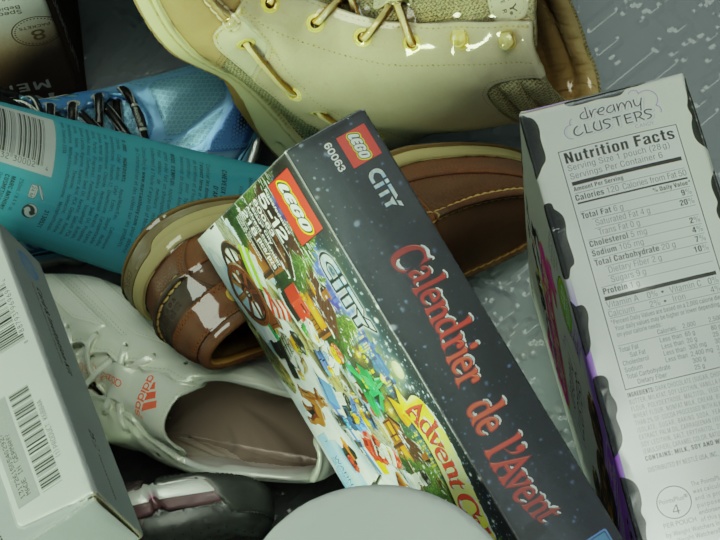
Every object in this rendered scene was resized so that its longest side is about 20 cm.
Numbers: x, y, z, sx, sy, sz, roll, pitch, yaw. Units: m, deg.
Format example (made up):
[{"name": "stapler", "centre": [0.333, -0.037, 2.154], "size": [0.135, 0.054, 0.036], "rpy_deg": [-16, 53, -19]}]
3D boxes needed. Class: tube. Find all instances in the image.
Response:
[{"name": "tube", "centre": [-0.099, -0.028, 1.220], "size": [0.199, 0.050, 0.078], "rpy_deg": [17, 81, -27]}]

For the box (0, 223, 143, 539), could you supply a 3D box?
[{"name": "box", "centre": [-0.196, 0.093, 1.115], "size": [0.200, 0.041, 0.156], "rpy_deg": [-33, 48, 6]}]

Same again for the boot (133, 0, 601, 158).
[{"name": "boot", "centre": [0.001, -0.114, 1.193], "size": [0.155, 0.200, 0.073], "rpy_deg": [-7, 54, 29]}]

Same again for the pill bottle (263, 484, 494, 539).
[{"name": "pill bottle", "centre": [0.008, 0.162, 1.025], "size": [0.114, 0.200, 0.115], "rpy_deg": [0, 61, 1]}]

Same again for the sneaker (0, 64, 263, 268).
[{"name": "sneaker", "centre": [-0.136, -0.045, 1.255], "size": [0.199, 0.090, 0.079], "rpy_deg": [-24, 55, -5]}]

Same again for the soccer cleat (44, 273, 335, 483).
[{"name": "soccer cleat", "centre": [-0.094, 0.047, 1.211], "size": [0.199, 0.078, 0.070], "rpy_deg": [11, 109, 10]}]

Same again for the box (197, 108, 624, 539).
[{"name": "box", "centre": [0.018, 0.049, 1.086], "size": [0.038, 0.137, 0.200], "rpy_deg": [-30, 87, -21]}]

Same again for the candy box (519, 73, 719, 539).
[{"name": "candy box", "centre": [0.122, 0.050, 1.141], "size": [0.071, 0.168, 0.201], "rpy_deg": [-14, 64, -1]}]

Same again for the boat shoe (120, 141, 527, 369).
[{"name": "boat shoe", "centre": [0.000, 0.000, 1.207], "size": [0.200, 0.072, 0.068], "rpy_deg": [-14, 48, -27]}]

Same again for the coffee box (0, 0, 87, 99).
[{"name": "coffee box", "centre": [-0.233, -0.116, 1.293], "size": [0.199, 0.114, 0.080], "rpy_deg": [-9, 63, 1]}]

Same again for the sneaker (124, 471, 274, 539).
[{"name": "sneaker", "centre": [-0.120, 0.161, 1.180], "size": [0.199, 0.076, 0.116], "rpy_deg": [-18, 71, 8]}]
